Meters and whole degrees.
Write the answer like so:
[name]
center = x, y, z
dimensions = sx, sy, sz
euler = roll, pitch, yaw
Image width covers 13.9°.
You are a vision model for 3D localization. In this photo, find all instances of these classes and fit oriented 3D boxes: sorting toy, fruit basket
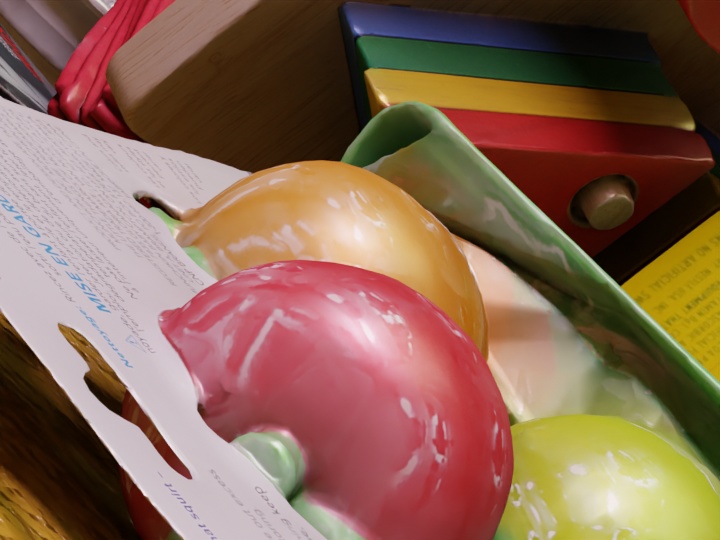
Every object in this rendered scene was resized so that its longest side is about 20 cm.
[sorting toy]
center = 0.081, -0.043, 0.708
dimensions = 0.199, 0.200, 0.070
euler = 34, 25, -45
[fruit basket]
center = -0.001, 0.036, 0.519
dimensions = 0.185, 0.094, 0.200
euler = 45, 19, 27

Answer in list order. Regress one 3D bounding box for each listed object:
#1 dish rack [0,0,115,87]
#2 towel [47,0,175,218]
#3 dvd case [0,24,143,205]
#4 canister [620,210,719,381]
[dish rack]
center = -0.089, -0.073, 0.996
dimensions = 0.172, 0.044, 0.200
euler = 40, 5, -38
[towel]
center = 0.000, 0.000, 0.789
dimensions = 0.200, 0.022, 0.145
euler = 50, 22, -15
[dvd case]
center = -0.135, -0.081, 0.734
dimensions = 0.200, 0.022, 0.146
euler = 40, 6, -45
[canister]
center = 0.117, 0.082, 0.631
dimensions = 0.200, 0.149, 0.087
euler = 44, -12, 40
